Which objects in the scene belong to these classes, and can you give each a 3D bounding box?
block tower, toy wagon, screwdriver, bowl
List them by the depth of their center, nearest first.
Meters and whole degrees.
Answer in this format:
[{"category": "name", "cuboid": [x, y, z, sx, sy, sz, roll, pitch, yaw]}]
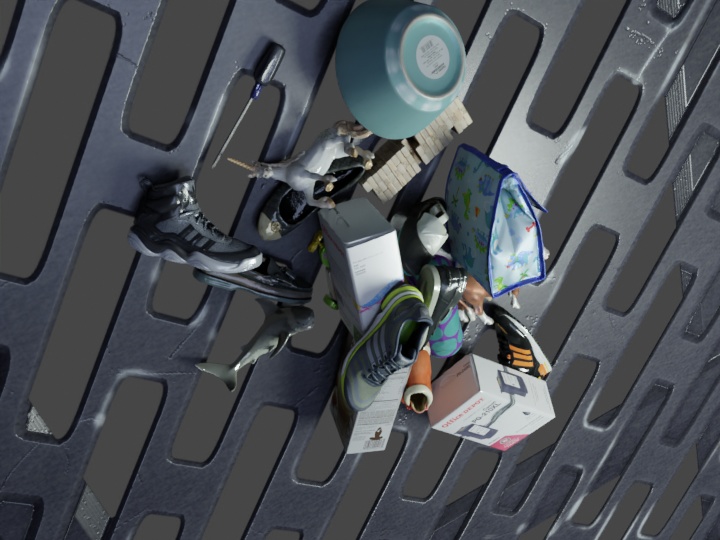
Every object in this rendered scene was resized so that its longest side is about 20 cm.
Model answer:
[{"category": "bowl", "cuboid": [0.072, -0.294, 1.112, 0.197, 0.104, 0.206, -2, 94, -31]}, {"category": "screwdriver", "cuboid": [-0.162, -0.232, 1.128, 0.029, 0.028, 0.203, 7, 116, -57]}, {"category": "block tower", "cuboid": [0.081, -0.192, 1.236, 0.199, 0.054, 0.058, -41, 123, 0]}, {"category": "toy wagon", "cuboid": [0.000, 0.000, 1.302, 0.198, 0.040, 0.157, 29, 100, -32]}]

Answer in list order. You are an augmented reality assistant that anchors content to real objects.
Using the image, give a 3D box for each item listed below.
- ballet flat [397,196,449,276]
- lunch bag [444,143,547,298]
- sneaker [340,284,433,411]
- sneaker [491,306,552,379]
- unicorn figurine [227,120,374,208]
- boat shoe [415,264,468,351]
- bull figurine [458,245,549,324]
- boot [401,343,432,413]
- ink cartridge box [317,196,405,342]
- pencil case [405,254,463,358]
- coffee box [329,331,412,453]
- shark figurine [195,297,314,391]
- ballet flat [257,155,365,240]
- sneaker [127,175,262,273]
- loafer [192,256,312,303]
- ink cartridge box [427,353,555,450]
[{"category": "ballet flat", "cuboid": [0.102, -0.066, 1.228, 0.068, 0.201, 0.068, -30, 111, 26]}, {"category": "lunch bag", "cuboid": [0.213, -0.091, 1.274, 0.125, 0.170, 0.204, -21, 119, -12]}, {"category": "sneaker", "cuboid": [0.037, 0.121, 1.132, 0.073, 0.081, 0.203, 20, 106, -28]}, {"category": "sneaker", "cuboid": [0.289, 0.156, 1.486, 0.090, 0.070, 0.200, -43, 125, -2]}, {"category": "unicorn figurine", "cuboid": [-0.072, -0.155, 1.158, 0.199, 0.136, 0.075, -36, 139, -27]}, {"category": "boat shoe", "cuboid": [0.112, 0.065, 1.214, 0.066, 0.073, 0.202, -8, 144, -21]}, {"category": "bull figurine", "cuboid": [0.248, 0.017, 1.402, 0.196, 0.065, 0.124, -22, 120, -16]}, {"category": "boot", "cuboid": [0.091, 0.208, 1.374, 0.073, 0.109, 0.201, -6, 149, -1]}, {"category": "ink cartridge box", "cuboid": [0.009, 0.010, 1.201, 0.082, 0.145, 0.204, -19, 120, -12]}, {"category": "pencil case", "cuboid": [0.128, 0.059, 1.330, 0.083, 0.094, 0.202, 4, 142, 15]}, {"category": "coffee box", "cuboid": [0.014, 0.196, 1.339, 0.078, 0.115, 0.203, 0, 124, -22]}, {"category": "shark figurine", "cuboid": [-0.160, 0.095, 1.273, 0.213, 0.128, 0.090, -35, 99, 16]}, {"category": "ballet flat", "cuboid": [-0.078, -0.117, 1.200, 0.199, 0.057, 0.067, -40, 122, -1]}, {"category": "sneaker", "cuboid": [-0.231, -0.069, 1.121, 0.195, 0.076, 0.116, 12, 106, -2]}, {"category": "loafer", "cuboid": [-0.158, 0.003, 1.219, 0.196, 0.072, 0.064, 13, 103, -26]}, {"category": "ink cartridge box", "cuboid": [0.238, 0.249, 1.469, 0.197, 0.086, 0.145, 22, 132, -29]}]
